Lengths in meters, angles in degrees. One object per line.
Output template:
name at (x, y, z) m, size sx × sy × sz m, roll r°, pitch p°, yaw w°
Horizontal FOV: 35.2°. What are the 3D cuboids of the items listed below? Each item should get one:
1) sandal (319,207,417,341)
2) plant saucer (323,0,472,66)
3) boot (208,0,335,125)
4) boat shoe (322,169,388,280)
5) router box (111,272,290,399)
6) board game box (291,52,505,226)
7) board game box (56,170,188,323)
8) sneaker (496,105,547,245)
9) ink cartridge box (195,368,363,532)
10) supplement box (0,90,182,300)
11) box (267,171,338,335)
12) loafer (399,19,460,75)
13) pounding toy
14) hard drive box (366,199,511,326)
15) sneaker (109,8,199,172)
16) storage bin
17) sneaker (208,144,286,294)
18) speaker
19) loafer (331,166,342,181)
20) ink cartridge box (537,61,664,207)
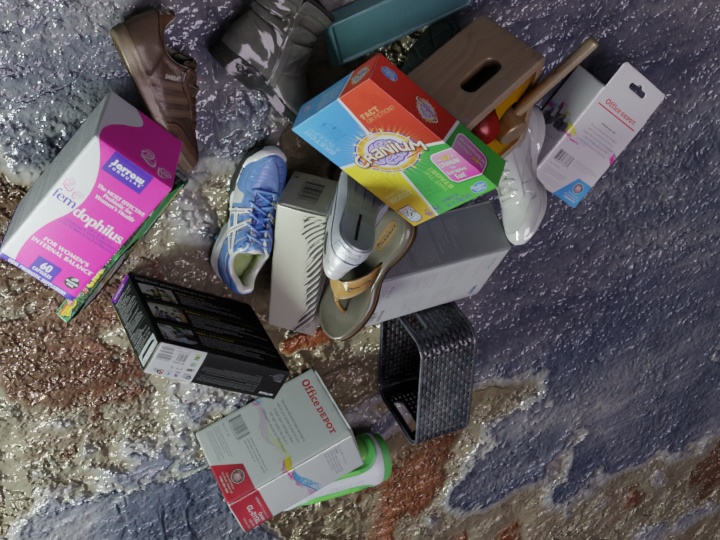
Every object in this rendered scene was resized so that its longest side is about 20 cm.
sandal at (0.000, 0.000, 1.422) m, size 0.054 × 0.082 × 0.201 m, roll 3°, pitch 131°, yaw -49°
plant saucer at (0.048, -0.312, 1.373) m, size 0.199 × 0.019 × 0.070 m, roll -27°, pitch 134°, yaw -10°
boot at (-0.070, -0.248, 1.321) m, size 0.131 × 0.068 × 0.200 m, roll -48°, pitch 134°, yaw 7°
boat shoe at (-0.012, -0.069, 1.374) m, size 0.073 × 0.201 × 0.067 m, roll 35°, pitch 128°, yaw -11°
router box at (-0.202, 0.084, 1.444) m, size 0.199 × 0.149 × 0.051 m, roll 18°, pitch 114°, yaw -38°
board game box at (0.043, -0.143, 1.295) m, size 0.199 × 0.041 × 0.153 m, roll 36°, pitch 145°, yaw -23°
board game box at (-0.281, -0.030, 1.348) m, size 0.023 × 0.105 × 0.200 m, roll 40°, pitch 102°, yaw -3°
sneaker at (0.194, -0.131, 1.509) m, size 0.099 × 0.202 × 0.075 m, roll 12°, pitch 158°, yaw -29°
ink cartridge box at (-0.115, 0.256, 1.633) m, size 0.199 × 0.146 × 0.083 m, roll -28°, pitch 135°, yaw -8°
supplement box at (-0.296, -0.080, 1.247) m, size 0.101 × 0.104 × 0.200 m, roll 34°, pitch 118°, yaw -23°
box at (-0.073, -0.020, 1.464) m, size 0.068 × 0.082 × 0.201 m, roll 14°, pitch 131°, yaw 8°
loafer at (0.063, -0.219, 1.421) m, size 0.200 × 0.072 × 0.063 m, roll -47°, pitch 140°, yaw 7°
pounding toy at (0.158, -0.200, 1.375) m, size 0.200 × 0.142 × 0.185 m, roll -42°, pitch 158°, yaw -24°
hard drive box at (0.083, -0.006, 1.550) m, size 0.198 × 0.077 × 0.156 m, roll -14°, pitch 159°, yaw -20°
sneaker at (-0.208, -0.199, 1.274) m, size 0.075 × 0.071 × 0.201 m, roll -29°, pitch 134°, yaw -9°
storage bin at (0.096, 0.138, 1.669) m, size 0.093 × 0.135 × 0.202 m, roll -15°, pitch 131°, yaw -19°
sneaker at (-0.130, -0.061, 1.424) m, size 0.075 × 0.077 × 0.202 m, roll 2°, pitch 122°, yaw -29°
speaker at (-0.055, 0.310, 1.753) m, size 0.198 × 0.089 × 0.089 m, roll -11°, pitch 129°, yaw -23°
loafer at (0.048, -0.088, 1.513) m, size 0.199 × 0.068 × 0.076 m, roll 14°, pitch 117°, yaw -37°
ink cartridge box at (0.314, -0.201, 1.580) m, size 0.115 × 0.068 × 0.200 m, roll 26°, pitch 109°, yaw -41°
